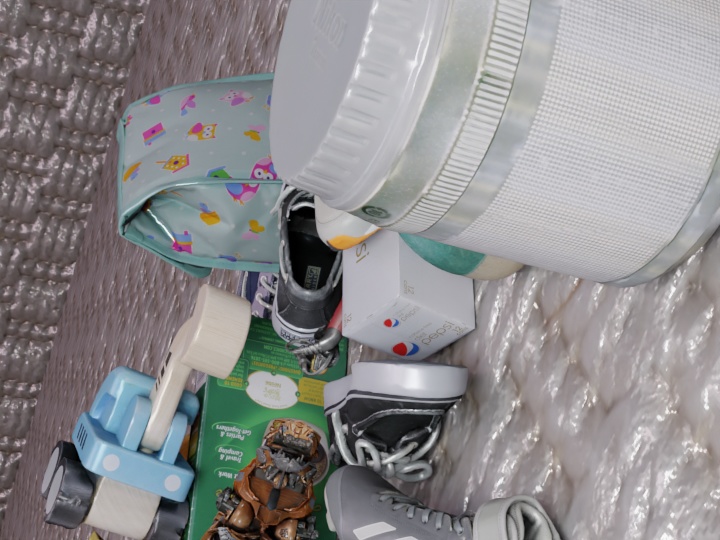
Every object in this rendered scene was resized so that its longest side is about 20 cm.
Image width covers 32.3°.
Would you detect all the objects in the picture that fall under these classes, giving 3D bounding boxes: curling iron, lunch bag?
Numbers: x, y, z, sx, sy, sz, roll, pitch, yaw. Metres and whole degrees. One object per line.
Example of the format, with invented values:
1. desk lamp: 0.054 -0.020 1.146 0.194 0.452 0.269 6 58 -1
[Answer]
1. curling iron: 0.000 0.000 0.877 0.049 0.026 0.201 -20 28 40
2. lunch bag: -0.119 -0.087 1.107 0.172 0.196 0.123 -99 10 -46

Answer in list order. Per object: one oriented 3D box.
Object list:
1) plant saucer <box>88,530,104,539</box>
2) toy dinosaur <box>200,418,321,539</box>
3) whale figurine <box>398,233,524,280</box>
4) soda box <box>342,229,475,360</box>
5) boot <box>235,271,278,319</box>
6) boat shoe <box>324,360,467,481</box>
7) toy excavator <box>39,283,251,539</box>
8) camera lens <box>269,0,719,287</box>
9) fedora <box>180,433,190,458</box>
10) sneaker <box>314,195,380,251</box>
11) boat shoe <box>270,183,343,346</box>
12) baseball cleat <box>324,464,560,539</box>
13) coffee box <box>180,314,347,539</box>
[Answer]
1. plant saucer: -0.182 0.305 0.851 0.200 0.048 0.203 13 84 70
2. toy dinosaur: -0.066 0.189 0.825 0.137 0.100 0.202 -75 -14 -49
3. whale figurine: 0.060 -0.084 0.759 0.201 0.102 0.161 -98 27 -57
4. soda box: 0.031 -0.044 0.854 0.063 0.067 0.203 -35 43 41
5. boot: -0.082 0.029 1.137 0.202 0.071 0.091 -95 21 -44
6. boat shoe: 0.015 0.099 0.796 0.199 0.072 0.069 150 123 -67
7. toy excavator: -0.152 0.102 0.912 0.203 0.099 0.194 -70 19 -2
8. camera lens: 0.073 -0.087 0.576 0.160 0.197 0.163 -167 90 -71
9. fedora: -0.136 0.206 1.163 0.200 0.081 0.204 -167 90 -70
10. sneaker: -0.018 -0.110 0.816 0.075 0.091 0.203 -22 51 39
11. boat shoe: -0.034 -0.038 0.951 0.069 0.072 0.201 99 -178 -45
12. baseball cleat: 0.052 0.148 0.678 0.200 0.069 0.108 44 114 45
13. coffee box: -0.075 0.139 0.978 0.044 0.121 0.203 138 139 -56
